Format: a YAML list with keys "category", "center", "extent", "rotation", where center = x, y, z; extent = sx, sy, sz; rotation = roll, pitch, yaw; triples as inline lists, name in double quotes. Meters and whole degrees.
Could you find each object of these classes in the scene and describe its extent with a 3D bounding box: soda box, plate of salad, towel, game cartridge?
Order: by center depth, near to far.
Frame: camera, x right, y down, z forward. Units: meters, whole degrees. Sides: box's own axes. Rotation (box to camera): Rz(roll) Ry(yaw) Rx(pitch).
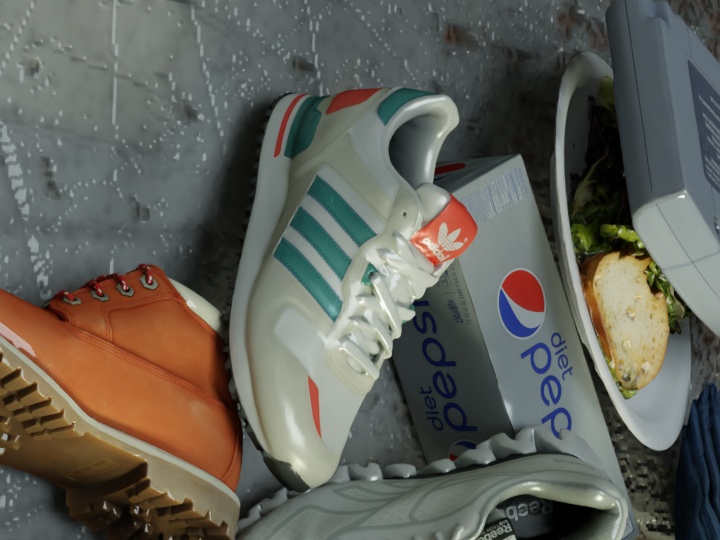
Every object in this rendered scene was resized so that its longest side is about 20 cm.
- category: "soda box"
  center: [0.063, 0.049, 1.338]
  extent: [0.063, 0.068, 0.201]
  rotation: [-30, 107, -40]
- category: "game cartridge"
  center: [0.175, -0.035, 1.377]
  extent: [0.200, 0.041, 0.134]
  rotation: [39, 36, -53]
- category: "towel"
  center: [0.182, 0.151, 1.380]
  extent: [0.200, 0.048, 0.112]
  rotation: [-90, 180, -63]
- category: "plate of salad"
  center: [0.140, -0.012, 1.389]
  extent: [0.200, 0.048, 0.201]
  rotation: [-13, 90, -69]

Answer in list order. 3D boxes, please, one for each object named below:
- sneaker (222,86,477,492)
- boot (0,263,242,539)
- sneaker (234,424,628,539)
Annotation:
- category: "sneaker"
  center: [0.000, 0.000, 1.230]
  extent: [0.070, 0.093, 0.201]
  rotation: [54, 34, -48]
- category: "boot"
  center: [-0.123, 0.033, 1.169]
  extent: [0.200, 0.075, 0.108]
  rotation: [37, 53, -38]
- category: "sneaker"
  center: [0.025, 0.123, 1.250]
  extent: [0.199, 0.081, 0.076]
  rotation: [-18, 104, -12]
